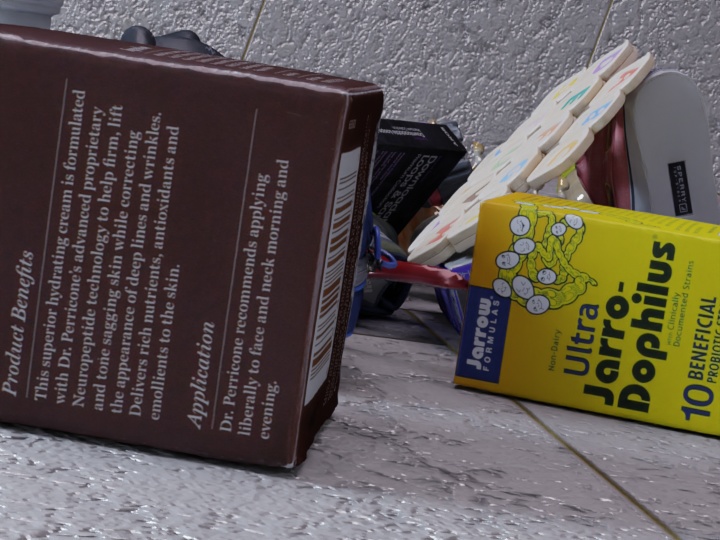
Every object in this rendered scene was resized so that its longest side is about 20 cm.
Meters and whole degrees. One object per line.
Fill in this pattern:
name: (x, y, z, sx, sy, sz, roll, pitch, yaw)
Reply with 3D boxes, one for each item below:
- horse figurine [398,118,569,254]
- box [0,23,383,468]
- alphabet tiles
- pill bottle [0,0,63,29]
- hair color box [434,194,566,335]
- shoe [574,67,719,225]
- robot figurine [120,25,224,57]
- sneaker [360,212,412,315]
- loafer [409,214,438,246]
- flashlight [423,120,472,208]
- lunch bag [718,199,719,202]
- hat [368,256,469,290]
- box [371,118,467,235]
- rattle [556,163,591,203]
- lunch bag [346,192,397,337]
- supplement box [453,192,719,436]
horse figurine: (0.093, -0.035, 1.581, 0.199, 0.133, 0.050, 27, -4, 24)
box: (-0.102, -0.019, 0.881, 0.199, 0.167, 0.164, 10, 8, 5)
alphabet tiles: (0.108, -0.076, 1.281, 0.015, 0.200, 0.195, 47, -33, -9)
pill bottle: (-0.223, -0.083, 1.115, 0.112, 0.201, 0.113, 9, 6, -1)
hair color box: (0.107, -0.001, 1.314, 0.109, 0.065, 0.200, -17, 9, -2)
shoe: (0.195, -0.032, 1.287, 0.071, 0.201, 0.091, -7, 3, -16)
robot figurine: (-0.142, -0.097, 1.454, 0.150, 0.125, 0.201, 27, 33, -28)
sneaker: (0.000, 0.000, 1.355, 0.081, 0.074, 0.200, 27, 11, 10)
loafer: (0.129, 0.010, 1.463, 0.199, 0.072, 0.063, 14, -33, 30)
flashlight: (-0.009, -0.061, 1.546, 0.199, 0.068, 0.068, -18, -37, 2)
lunch bag: (0.292, 0.012, 1.344, 0.169, 0.128, 0.200, 1, 20, -40)
hat: (-0.080, 0.011, 1.178, 0.165, 0.200, 0.176, -9, 58, -45)
box: (-0.021, -0.052, 1.426, 0.036, 0.143, 0.200, 50, 27, 22)
rattle: (0.219, 0.016, 1.639, 0.200, 0.143, 0.130, 42, -4, -17)
lunch bag: (-0.078, -0.020, 1.070, 0.199, 0.133, 0.136, 4, 10, 3)
supplement box: (0.166, 0.025, 1.115, 0.199, 0.110, 0.109, 10, 7, 13)
